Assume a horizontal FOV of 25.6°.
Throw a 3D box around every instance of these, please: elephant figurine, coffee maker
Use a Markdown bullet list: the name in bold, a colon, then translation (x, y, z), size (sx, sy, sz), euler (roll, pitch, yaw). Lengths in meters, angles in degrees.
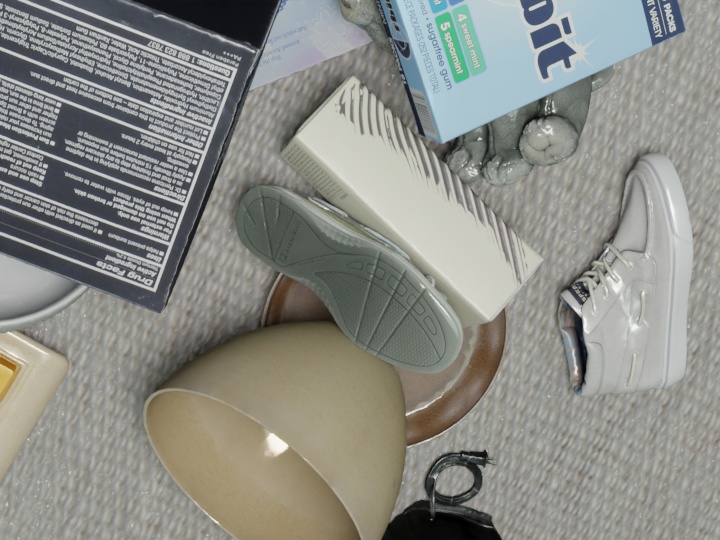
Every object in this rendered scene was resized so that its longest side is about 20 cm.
- **elephant figurine**: translation (0.089, -0.173, 1.157), size (0.141, 0.155, 0.200), euler (-17, 119, 19)
- **coffee maker**: translation (0.074, 0.273, 1.253), size (0.135, 0.200, 0.192), euler (-8, 107, -8)

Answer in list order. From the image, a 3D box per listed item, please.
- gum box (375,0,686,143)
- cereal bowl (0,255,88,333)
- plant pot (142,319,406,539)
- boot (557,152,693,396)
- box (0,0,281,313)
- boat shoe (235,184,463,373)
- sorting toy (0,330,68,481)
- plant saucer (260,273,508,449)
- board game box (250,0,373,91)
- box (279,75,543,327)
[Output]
- **gum box**: translation (0.109, -0.204, 1.073), size (0.200, 0.045, 0.170), euler (-25, 112, -14)
- **cereal bowl**: translation (-0.273, -0.046, 1.145), size (0.200, 0.083, 0.200), euler (5, 73, -17)
- **plant pot**: translation (-0.043, 0.114, 1.180), size (0.200, 0.200, 0.134), euler (51, 58, -18)
- **boot**: translation (0.207, 0.009, 1.265), size (0.095, 0.074, 0.200), euler (-9, 108, -14)
- **box**: translation (-0.180, -0.111, 1.022), size (0.200, 0.123, 0.199), euler (21, 116, -6)
- **boat shoe**: translation (-0.001, 0.001, 1.174), size (0.202, 0.065, 0.074), euler (34, 113, 20)
- **sorting toy**: translation (-0.350, 0.100, 1.200), size (0.200, 0.036, 0.185), euler (30, 98, -17)
- **plant saucer**: translation (0.018, 0.048, 1.268), size (0.200, 0.032, 0.200), euler (-3, 105, -9)
- **board game box**: translation (-0.068, -0.239, 1.120), size (0.200, 0.043, 0.199), euler (-26, 110, -32)
- **box**: translation (0.036, -0.049, 1.189), size (0.200, 0.082, 0.068), euler (43, 78, -6)
